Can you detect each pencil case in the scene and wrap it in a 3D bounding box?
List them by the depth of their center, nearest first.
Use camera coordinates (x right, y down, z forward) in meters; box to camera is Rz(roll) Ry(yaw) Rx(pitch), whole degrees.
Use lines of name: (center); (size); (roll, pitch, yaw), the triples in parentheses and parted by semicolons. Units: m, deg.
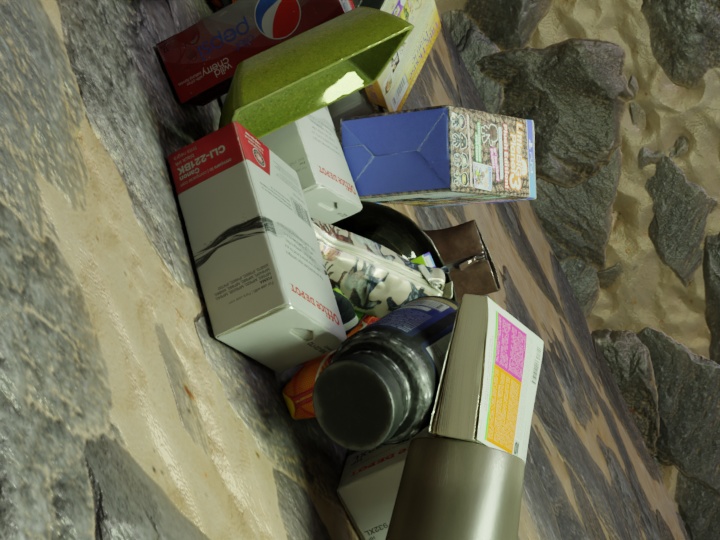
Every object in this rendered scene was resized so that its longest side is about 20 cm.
pencil case: (0.000, 0.000, 1.596); (0.198, 0.090, 0.079); (23, 48, -19)

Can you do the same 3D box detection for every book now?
book: (0.132, 0.111, 1.437); (0.200, 0.047, 0.136); (35, 64, -63)

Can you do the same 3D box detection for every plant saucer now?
plant saucer: (-0.060, -0.197, 1.492); (0.048, 0.198, 0.200); (62, -14, 3)

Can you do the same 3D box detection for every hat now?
hat: (0.024, 0.014, 1.779); (0.081, 0.199, 0.202); (-50, 124, -29)

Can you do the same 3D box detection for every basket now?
basket: (0.083, 0.267, 1.370); (0.180, 0.134, 0.203); (44, 55, -62)

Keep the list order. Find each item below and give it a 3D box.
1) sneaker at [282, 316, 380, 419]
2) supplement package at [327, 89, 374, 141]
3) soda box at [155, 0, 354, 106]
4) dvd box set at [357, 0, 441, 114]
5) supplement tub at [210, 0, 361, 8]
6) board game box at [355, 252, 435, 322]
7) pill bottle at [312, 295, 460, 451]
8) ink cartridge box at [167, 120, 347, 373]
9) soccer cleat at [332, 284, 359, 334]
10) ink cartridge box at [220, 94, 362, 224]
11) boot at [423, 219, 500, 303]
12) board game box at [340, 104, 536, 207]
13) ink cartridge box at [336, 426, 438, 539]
sneaker: (-0.015, 0.097, 1.515); (0.199, 0.077, 0.074); (-17, 84, -59)
supplement package: (-0.039, -0.223, 1.881); (0.123, 0.119, 0.200); (68, 14, 11)
soda box: (-0.105, -0.243, 1.517); (0.071, 0.198, 0.063); (65, 15, 3)
dvd box set: (0.041, -0.283, 1.741); (0.148, 0.029, 0.200); (-64, 161, -14)
supplement tub: (-0.078, -0.333, 1.733); (0.122, 0.198, 0.124); (-40, 141, -43)
board game box: (0.056, 0.099, 1.695); (0.202, 0.133, 0.045); (66, 14, 1)
pill bottle: (0.037, 0.099, 1.413); (0.199, 0.111, 0.113); (-25, 91, -59)
ink cartridge box: (-0.098, -0.018, 1.426); (0.144, 0.083, 0.202); (38, 30, -61)
soccer cleat: (-0.030, 0.076, 1.572); (0.200, 0.067, 0.082); (47, 39, -49)
ink cartridge box: (-0.085, -0.157, 1.683); (0.146, 0.085, 0.203); (25, 45, -68)
boot: (0.073, -0.034, 1.891); (0.202, 0.165, 0.072); (65, 18, -5)
board game box: (0.095, -0.133, 1.773); (0.199, 0.158, 0.098); (1, 87, -55)
ink cartridge box: (0.066, 0.193, 1.560); (0.084, 0.144, 0.200); (61, 16, -14)
